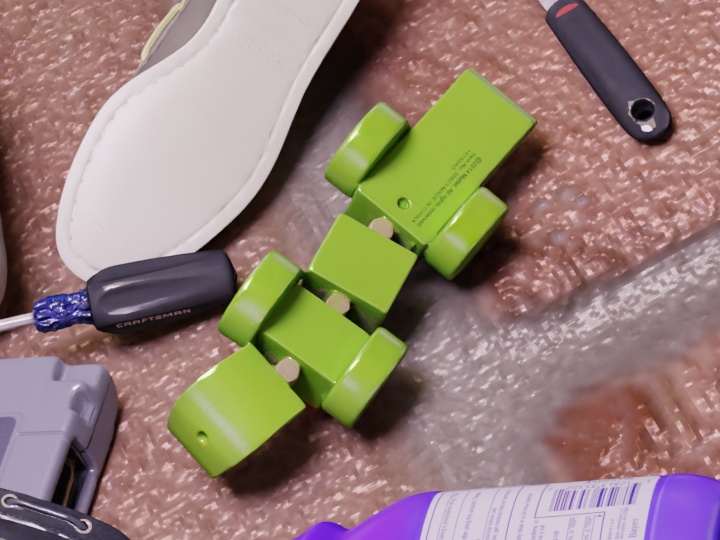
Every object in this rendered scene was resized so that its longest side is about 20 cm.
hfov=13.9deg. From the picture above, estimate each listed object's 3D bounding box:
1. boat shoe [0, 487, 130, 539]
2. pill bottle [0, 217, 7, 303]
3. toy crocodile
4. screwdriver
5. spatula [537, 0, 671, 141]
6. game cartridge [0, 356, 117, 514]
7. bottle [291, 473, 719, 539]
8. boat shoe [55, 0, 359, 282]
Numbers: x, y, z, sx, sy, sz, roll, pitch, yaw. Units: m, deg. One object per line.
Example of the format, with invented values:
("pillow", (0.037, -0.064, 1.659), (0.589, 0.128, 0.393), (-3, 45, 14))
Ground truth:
("boat shoe", (-0.164, 0.098, 1.086), (0.200, 0.075, 0.062), (15, 54, 31))
("pill bottle", (-0.217, -0.058, 1.271), (0.114, 0.114, 0.200), (-23, 44, 8))
("toy crocodile", (0.000, 0.000, 1.149), (0.068, 0.062, 0.200), (35, 65, 2))
("screwdriver", (-0.147, 0.023, 1.189), (0.200, 0.028, 0.029), (-13, 3, -8))
("spatula", (0.078, -0.114, 1.235), (0.057, 0.021, 0.200), (-30, 44, -2))
("game cartridge", (-0.180, 0.122, 1.146), (0.133, 0.041, 0.200), (-1, 51, 23))
("bottle", (0.035, 0.116, 1.016), (0.200, 0.065, 0.084), (-7, 48, 23))
("boat shoe", (-0.060, -0.076, 1.245), (0.202, 0.072, 0.060), (-56, 8, -9))
